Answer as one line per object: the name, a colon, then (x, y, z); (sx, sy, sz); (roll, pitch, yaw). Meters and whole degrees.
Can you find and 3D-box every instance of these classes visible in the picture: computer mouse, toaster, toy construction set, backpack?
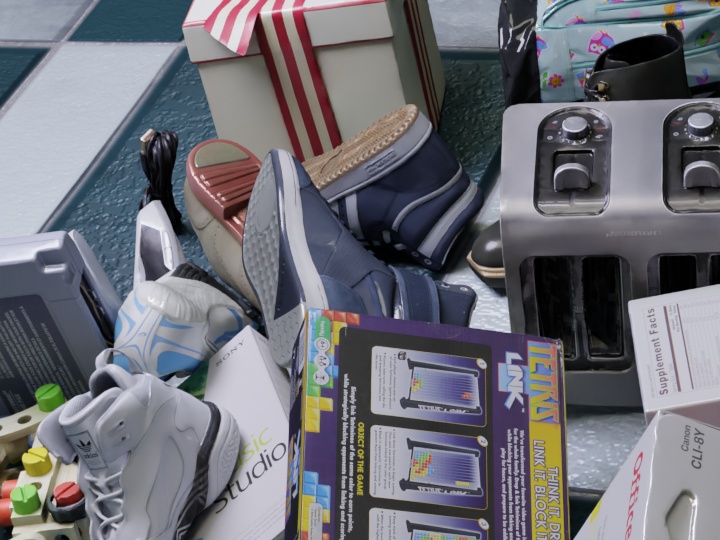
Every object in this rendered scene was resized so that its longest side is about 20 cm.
computer mouse: (-0.148, -0.009, 1.710); (0.044, 0.110, 0.201); (2, 48, -6)
toaster: (0.182, -0.008, 1.491); (0.180, 0.201, 0.119); (0, 41, 9)
toy construction set: (-0.228, 0.154, 1.492); (0.131, 0.092, 0.201); (-7, 46, 8)
backpack: (0.208, -0.190, 1.762); (0.199, 0.127, 0.167); (-6, 34, 10)

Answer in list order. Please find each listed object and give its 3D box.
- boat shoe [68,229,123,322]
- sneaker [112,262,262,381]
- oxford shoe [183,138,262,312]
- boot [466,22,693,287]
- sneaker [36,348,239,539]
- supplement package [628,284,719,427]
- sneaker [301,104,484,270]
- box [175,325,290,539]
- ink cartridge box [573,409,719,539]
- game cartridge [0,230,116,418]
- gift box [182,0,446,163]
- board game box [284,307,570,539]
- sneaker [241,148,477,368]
boat shoe: (-0.210, 0.023, 1.623); (0.068, 0.074, 0.199); (-30, -2, -7)
sneaker: (-0.125, 0.041, 1.588); (0.072, 0.200, 0.073); (37, 101, 10)
oxford shoe: (-0.065, -0.003, 1.659); (0.071, 0.074, 0.200); (-18, 61, -28)
boot: (0.155, -0.085, 1.633); (0.200, 0.139, 0.077); (-29, 38, -14)
sneaker: (-0.154, 0.148, 1.402); (0.075, 0.115, 0.201); (-9, 50, 44)
supplement package: (0.274, 0.074, 1.397); (0.199, 0.110, 0.114); (-10, 36, 8)
sneaker: (0.005, -0.039, 1.705); (0.200, 0.108, 0.070); (-28, 25, 41)
box: (-0.093, 0.141, 1.474); (0.144, 0.036, 0.200); (-41, 33, 10)
ink cartridge box: (0.151, 0.193, 1.189); (0.083, 0.200, 0.146); (17, 49, -5)
game cartridge: (-0.230, 0.054, 1.552); (0.133, 0.200, 0.041); (-9, 45, 11)
gift box: (-0.027, -0.172, 1.769); (0.184, 0.187, 0.200); (-9, 30, 9)
board game box: (0.040, 0.128, 1.364); (0.165, 0.057, 0.201); (9, 57, -10)
sneaker: (0.000, 0.002, 1.584); (0.146, 0.077, 0.203); (9, 41, -23)
